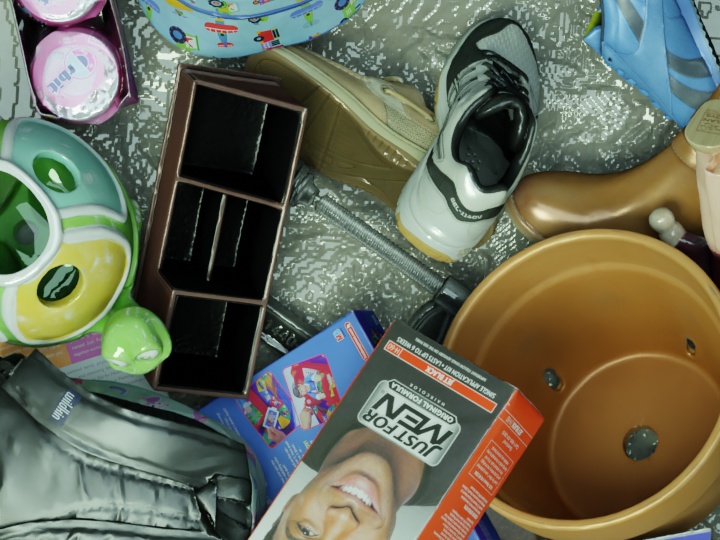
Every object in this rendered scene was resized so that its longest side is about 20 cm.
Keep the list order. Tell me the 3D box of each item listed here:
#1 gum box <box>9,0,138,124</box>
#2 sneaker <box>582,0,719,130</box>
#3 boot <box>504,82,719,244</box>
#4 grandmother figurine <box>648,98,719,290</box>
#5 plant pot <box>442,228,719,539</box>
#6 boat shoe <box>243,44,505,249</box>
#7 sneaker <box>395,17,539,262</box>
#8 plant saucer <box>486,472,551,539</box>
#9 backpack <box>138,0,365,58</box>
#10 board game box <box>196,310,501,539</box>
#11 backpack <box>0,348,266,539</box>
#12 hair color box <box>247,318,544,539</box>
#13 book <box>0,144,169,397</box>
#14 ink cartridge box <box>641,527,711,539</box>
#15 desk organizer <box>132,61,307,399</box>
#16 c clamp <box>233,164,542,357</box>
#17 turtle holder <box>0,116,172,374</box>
[{"bbox_3d":[-0.196,-0.190,1.717,0.066,0.114,0.201,-13,92,-2],"label":"gum box"},{"bbox_3d":[0.195,-0.143,1.747,0.078,0.066,0.201,-24,113,9],"label":"sneaker"},{"bbox_3d":[0.205,-0.067,1.716,0.199,0.155,0.074,10,50,-12],"label":"boot"},{"bbox_3d":[0.241,-0.018,1.674,0.121,0.201,0.061,16,51,27],"label":"grandmother figurine"},{"bbox_3d":[0.164,0.092,1.699,0.199,0.140,0.201,-10,63,21],"label":"plant pot"},{"bbox_3d":[0.012,-0.093,1.758,0.200,0.071,0.065,37,51,-7],"label":"boat shoe"},{"bbox_3d":[0.089,-0.096,1.704,0.075,0.088,0.201,28,50,-14],"label":"sneaker"},{"bbox_3d":[0.058,0.196,1.774,0.199,0.037,0.202,0,92,-2],"label":"plant saucer"},{"bbox_3d":[-0.079,-0.246,1.695,0.182,0.135,0.201,-13,78,-3],"label":"backpack"},{"bbox_3d":[-0.005,0.146,1.728,0.134,0.045,0.201,-32,80,15],"label":"board game box"},{"bbox_3d":[-0.159,0.137,1.671,0.199,0.127,0.168,9,93,1],"label":"backpack"},{"bbox_3d":[0.014,0.142,1.625,0.101,0.061,0.200,29,82,30],"label":"hair color box"},{"bbox_3d":[-0.212,0.031,1.756,0.133,0.048,0.201,-17,92,-5],"label":"book"},{"bbox_3d":[0.133,0.248,1.706,0.197,0.200,0.044,-10,53,-2],"label":"ink cartridge box"},{"bbox_3d":[-0.094,-0.024,1.699,0.071,0.077,0.201,7,104,-20],"label":"desk organizer"},{"bbox_3d":[0.000,0.000,1.756,0.199,0.027,0.171,30,112,-1],"label":"c clamp"},{"bbox_3d":[-0.207,-0.008,1.652,0.140,0.132,0.186,-19,86,2],"label":"turtle holder"}]
